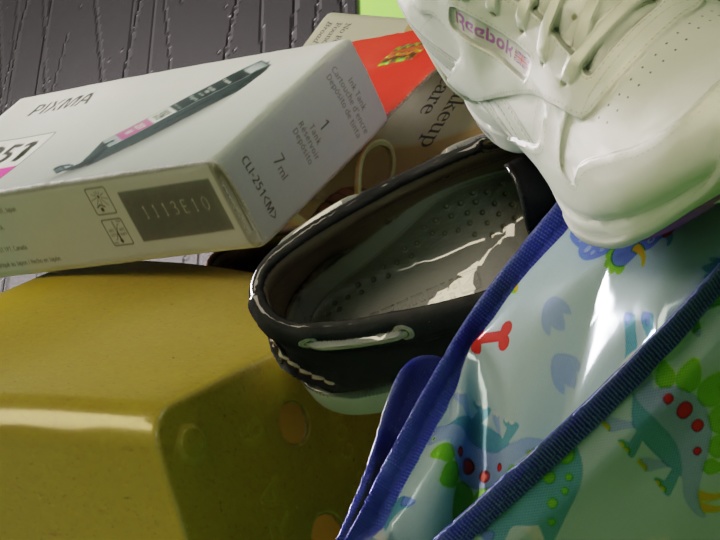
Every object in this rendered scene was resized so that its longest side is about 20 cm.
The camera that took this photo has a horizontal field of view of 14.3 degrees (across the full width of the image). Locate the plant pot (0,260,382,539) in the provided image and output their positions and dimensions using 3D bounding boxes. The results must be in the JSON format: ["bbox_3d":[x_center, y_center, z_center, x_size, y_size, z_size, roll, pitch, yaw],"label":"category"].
[{"bbox_3d":[-0.075,0.104,1.041,0.176,0.201,0.200,-10,9,39],"label":"plant pot"}]

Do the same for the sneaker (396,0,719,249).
[{"bbox_3d":[0.055,-0.068,0.832,0.075,0.100,0.200,-44,26,-6],"label":"sneaker"}]

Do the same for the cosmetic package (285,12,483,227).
[{"bbox_3d":[0.045,-0.043,1.179,0.199,0.071,0.106,8,56,45],"label":"cosmetic package"}]

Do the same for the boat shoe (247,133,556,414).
[{"bbox_3d":[0.057,-0.017,0.931,0.199,0.060,0.074,-21,58,14],"label":"boat shoe"}]

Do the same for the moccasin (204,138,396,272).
[{"bbox_3d":[0.001,-0.001,1.110,0.074,0.078,0.201,-44,16,-22],"label":"moccasin"}]

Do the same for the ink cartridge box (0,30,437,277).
[{"bbox_3d":[-0.068,-0.063,1.156,0.199,0.044,0.174,-6,30,43],"label":"ink cartridge box"}]

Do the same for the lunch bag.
[{"bbox_3d":[0.101,0.074,0.864,0.200,0.170,0.127,-52,25,-10],"label":"lunch bag"}]
